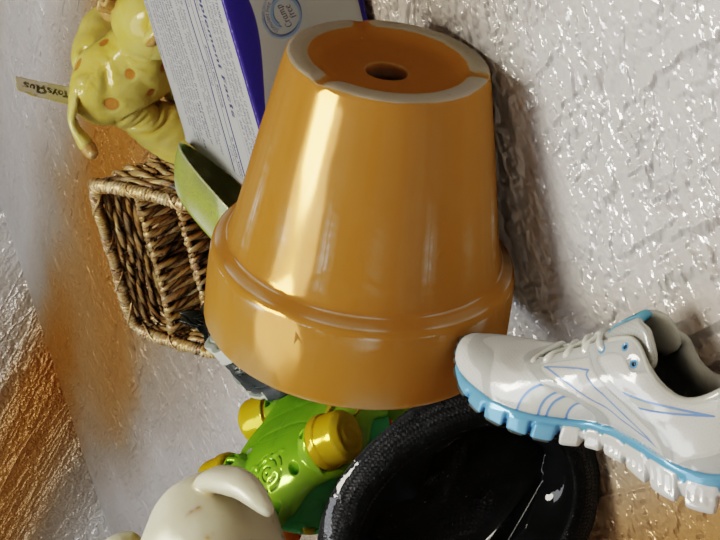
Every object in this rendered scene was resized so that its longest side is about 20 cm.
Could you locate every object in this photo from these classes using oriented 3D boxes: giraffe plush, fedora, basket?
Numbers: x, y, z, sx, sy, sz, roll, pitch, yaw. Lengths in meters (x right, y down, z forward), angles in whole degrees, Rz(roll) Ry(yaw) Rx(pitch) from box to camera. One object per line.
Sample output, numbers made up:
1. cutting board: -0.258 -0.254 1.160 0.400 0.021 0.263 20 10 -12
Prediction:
1. giraffe plush: -0.180 -0.203 1.291 0.162 0.199 0.174 -46 63 38
2. fedora: 0.059 0.150 0.993 0.092 0.198 0.203 -121 15 -65
3. basket: -0.158 -0.006 1.437 0.143 0.148 0.202 46 152 45

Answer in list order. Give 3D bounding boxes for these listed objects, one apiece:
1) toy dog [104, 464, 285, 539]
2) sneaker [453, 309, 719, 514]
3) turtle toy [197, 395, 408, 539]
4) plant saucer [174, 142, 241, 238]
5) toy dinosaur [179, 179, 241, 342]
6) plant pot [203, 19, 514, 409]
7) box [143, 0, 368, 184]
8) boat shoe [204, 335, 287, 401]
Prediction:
1. toy dog: -0.070 0.240 0.965 0.194 0.139 0.201 -47 68 30
2. sneaker: 0.138 0.055 0.816 0.198 0.075 0.088 18 121 35
3. turtle toy: -0.021 0.128 1.104 0.145 0.200 0.102 -24 109 34
4. plant saucer: -0.080 -0.021 1.167 0.200 0.031 0.200 45 -175 -5
5. toy dinosaur: -0.075 0.012 1.303 0.200 0.136 0.102 41 155 -14
6. plant pot: 0.006 -0.047 0.918 0.200 0.198 0.185 44 137 46
7. box: -0.076 -0.170 1.089 0.200 0.104 0.186 37 148 56
8. boat shoe: -0.077 0.059 1.136 0.060 0.075 0.200 48 -175 -7
